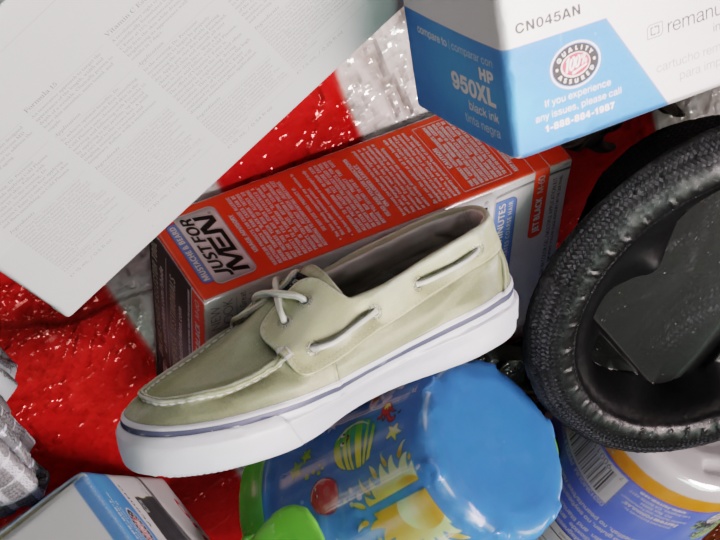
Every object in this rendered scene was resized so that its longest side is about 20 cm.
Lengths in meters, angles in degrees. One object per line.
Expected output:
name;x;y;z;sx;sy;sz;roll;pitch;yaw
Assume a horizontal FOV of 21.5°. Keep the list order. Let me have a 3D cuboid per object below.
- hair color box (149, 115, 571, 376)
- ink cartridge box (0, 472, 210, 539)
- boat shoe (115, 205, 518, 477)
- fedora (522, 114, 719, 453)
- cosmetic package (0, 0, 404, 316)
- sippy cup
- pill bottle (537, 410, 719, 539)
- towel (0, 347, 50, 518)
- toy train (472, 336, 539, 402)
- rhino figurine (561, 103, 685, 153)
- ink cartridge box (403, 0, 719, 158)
hair color box;0.000;0.000;0.915;0.199;0.064;0.111;-21;140;-21
ink cartridge box;-0.098;0.175;0.884;0.084;0.145;0.200;-39;172;-1
boat shoe;-0.021;0.028;0.833;0.199;0.072;0.062;-24;115;-25
fedora;0.165;-0.007;0.943;0.199;0.092;0.202;-7;125;-10
cosmetic package;-0.096;-0.090;0.747;0.200;0.052;0.151;-42;146;4
sippy cup;0.028;0.112;0.961;0.139;0.178;0.130;39;134;-16
pill bottle;0.140;0.124;1.075;0.112;0.112;0.200;-10;151;-33
towel;-0.236;0.072;0.767;0.165;0.086;0.200;-38;144;-1
toy train;0.083;0.060;1.074;0.199;0.034;0.046;8;127;-45
rhino figurine;0.119;-0.120;0.895;0.087;0.060;0.201;-28;144;-12
ink cartridge box;0.089;-0.166;0.742;0.144;0.084;0.201;-21;119;-20
